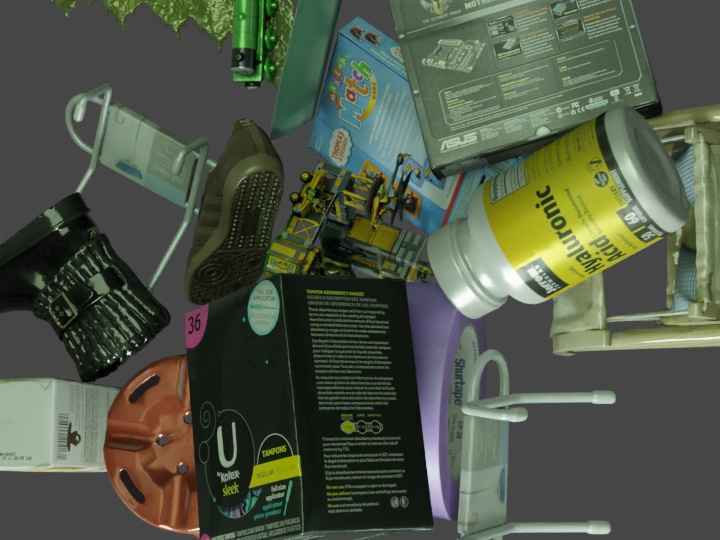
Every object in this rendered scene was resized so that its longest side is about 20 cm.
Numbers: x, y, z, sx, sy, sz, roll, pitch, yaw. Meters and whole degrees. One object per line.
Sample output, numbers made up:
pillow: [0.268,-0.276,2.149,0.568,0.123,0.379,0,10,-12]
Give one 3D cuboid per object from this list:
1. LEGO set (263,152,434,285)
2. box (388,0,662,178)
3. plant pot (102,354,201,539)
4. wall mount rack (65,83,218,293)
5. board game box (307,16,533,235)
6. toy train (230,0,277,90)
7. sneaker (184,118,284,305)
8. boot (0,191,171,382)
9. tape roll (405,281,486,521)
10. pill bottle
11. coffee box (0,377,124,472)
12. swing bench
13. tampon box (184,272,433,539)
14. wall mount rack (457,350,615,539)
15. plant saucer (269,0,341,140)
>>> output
LEGO set: [0.000,0.000,1.637,0.115,0.201,0.154,19,58,15]
box: [0.136,-0.181,1.557,0.199,0.048,0.159,-16,77,9]
plant pot: [-0.126,0.153,1.645,0.199,0.195,0.202,-2,84,14]
wall mount rack: [-0.221,-0.074,1.760,0.199,0.075,0.175,29,125,16]
board game box: [0.051,-0.113,1.660,0.200,0.152,0.037,36,51,14]
toy train: [-0.103,-0.272,1.753,0.041,0.056,0.202,0,84,14]
sneaker: [-0.115,-0.052,1.702,0.070,0.200,0.076,4,48,-24]
boot: [-0.293,0.042,1.755,0.211,0.079,0.158,-33,93,30]
tape roll: [0.059,0.112,1.600,0.065,0.200,0.202,3,85,15]
pill bottle: [0.157,-0.041,1.518,0.199,0.111,0.112,-30,78,24]
coffee box: [-0.289,0.142,1.685,0.114,0.200,0.080,-1,83,14]
swing bench: [0.252,-0.033,1.602,0.199,0.130,0.200,-4,84,14]
tampon box: [-0.045,0.116,1.471,0.150,0.126,0.201,-23,69,51]
wall mount rack: [0.146,0.169,1.585,0.074,0.173,0.202,5,95,33]
plant saucer: [-0.042,-0.211,1.666,0.036,0.200,0.201,13,88,-2]
